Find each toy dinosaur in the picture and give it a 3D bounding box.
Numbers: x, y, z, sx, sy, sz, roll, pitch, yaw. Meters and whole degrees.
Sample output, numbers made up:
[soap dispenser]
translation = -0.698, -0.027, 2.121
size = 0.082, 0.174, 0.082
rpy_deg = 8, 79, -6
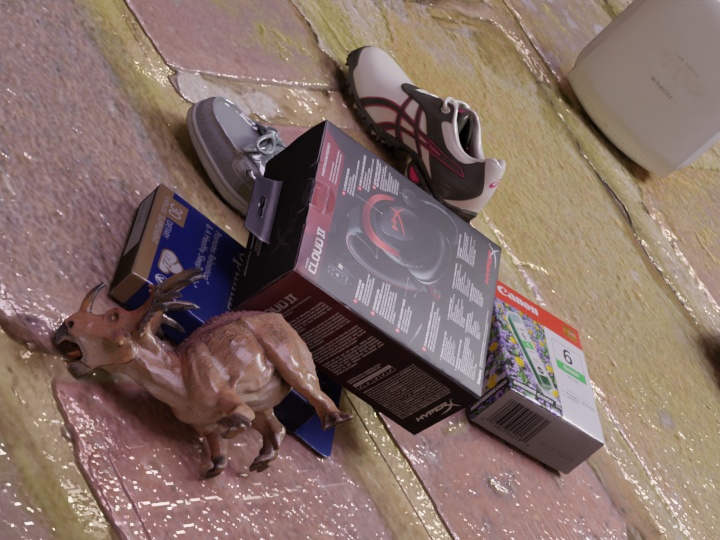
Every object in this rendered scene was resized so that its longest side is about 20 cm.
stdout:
[toy dinosaur]
translation = -0.087, 0.057, 1.476
size = 0.200, 0.086, 0.136
rpy_deg = -3, 63, -47

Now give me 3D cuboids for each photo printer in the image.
[photo printer]
translation = 0.323, -0.204, 2.310
size = 0.166, 0.200, 0.069
rpy_deg = 47, 28, -2

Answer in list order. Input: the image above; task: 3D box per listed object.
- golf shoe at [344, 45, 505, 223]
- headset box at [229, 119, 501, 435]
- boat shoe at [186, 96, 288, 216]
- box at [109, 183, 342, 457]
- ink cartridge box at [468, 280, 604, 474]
[golf shoe]
translation = 0.060, -0.128, 1.955
size = 0.077, 0.088, 0.200
rpy_deg = 5, 48, -51
[headset box]
translation = 0.000, 0.000, 1.609
size = 0.200, 0.075, 0.149
rpy_deg = 35, 44, -26
[boat shoe]
translation = -0.052, -0.060, 1.723
size = 0.202, 0.065, 0.074
rpy_deg = 50, 27, 4
[box]
translation = -0.082, 0.035, 1.593
size = 0.200, 0.032, 0.121
rpy_deg = 39, 28, -18
[ink cartridge box]
translation = 0.132, 0.062, 1.847
size = 0.109, 0.050, 0.200
rpy_deg = 31, 32, -29
